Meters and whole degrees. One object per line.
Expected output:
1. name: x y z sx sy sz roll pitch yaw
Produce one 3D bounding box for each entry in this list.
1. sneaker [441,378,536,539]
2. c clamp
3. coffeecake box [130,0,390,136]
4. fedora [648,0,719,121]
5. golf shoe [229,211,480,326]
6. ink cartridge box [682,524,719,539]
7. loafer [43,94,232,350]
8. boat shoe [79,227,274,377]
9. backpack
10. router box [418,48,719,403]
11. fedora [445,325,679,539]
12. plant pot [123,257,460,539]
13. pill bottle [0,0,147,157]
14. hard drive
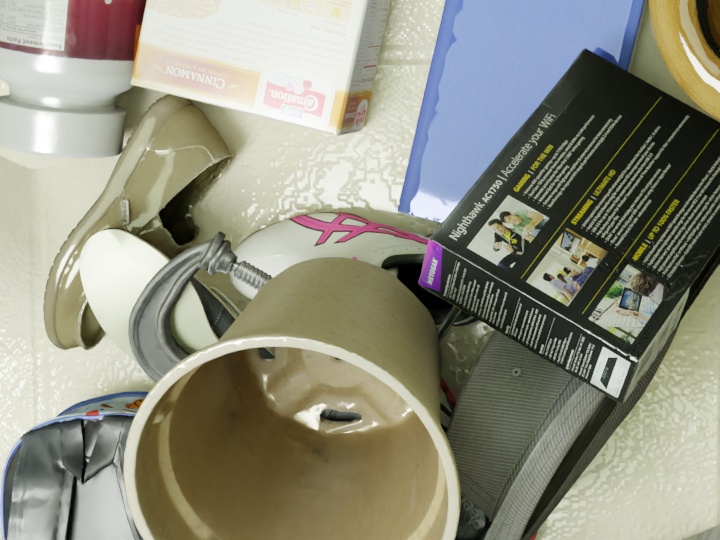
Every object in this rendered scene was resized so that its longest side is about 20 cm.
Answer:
1. sneaker: 0.039 0.122 1.497 0.071 0.098 0.201 -41 84 17
2. c clamp: -0.049 0.040 1.461 0.199 0.027 0.171 25 117 -1
3. coffeecake box: -0.057 -0.207 1.496 0.153 0.073 0.201 15 100 13
4. fedora: 0.286 -0.177 1.405 0.199 0.082 0.202 3 98 21
5. golf shoe: 0.000 0.000 1.496 0.199 0.092 0.073 2 97 16
6. ink cartridge box: 0.171 0.248 1.449 0.199 0.146 0.085 -26 91 15
7. loafer: -0.155 -0.025 1.542 0.067 0.076 0.201 31 103 16
8. boat shoe: -0.113 0.042 1.515 0.071 0.063 0.200 -41 104 19
9. backpack: -0.157 0.180 1.528 0.199 0.154 0.192 -3 104 11
10. router box: 0.151 -0.032 1.375 0.149 0.200 0.051 31 145 14
11. fedora: 0.114 0.085 1.424 0.090 0.177 0.200 34 62 13
12. plant pot: -0.027 0.087 1.361 0.199 0.184 0.202 4 117 8
13. pill bottle: -0.199 -0.183 1.517 0.109 0.110 0.201 8 101 14
14. hard drive: 0.110 -0.121 1.487 0.131 0.025 0.201 15 100 13
